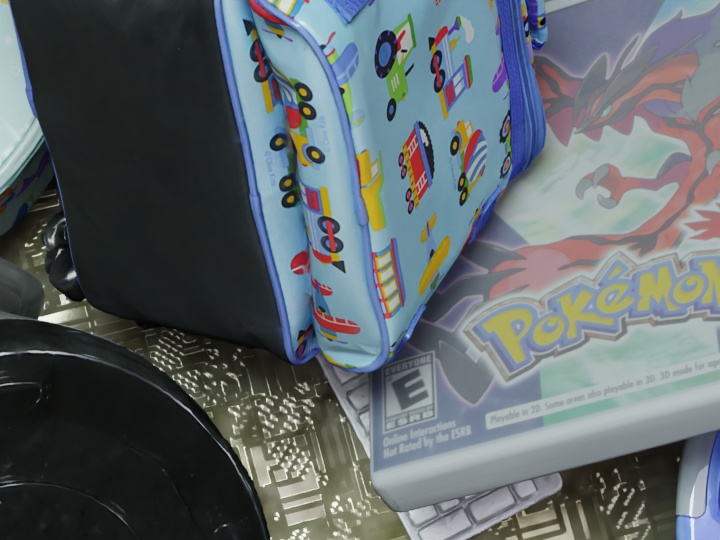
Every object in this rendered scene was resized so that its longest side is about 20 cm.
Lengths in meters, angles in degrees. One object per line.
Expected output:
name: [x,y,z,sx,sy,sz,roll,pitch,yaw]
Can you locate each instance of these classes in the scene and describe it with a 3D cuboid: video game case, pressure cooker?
video game case: [0.095,-0.026,0.733,0.200,0.023,0.182,-17,48,19]
pressure cooker: [-0.138,0.090,0.686,0.176,0.200,0.179,-26,106,-28]

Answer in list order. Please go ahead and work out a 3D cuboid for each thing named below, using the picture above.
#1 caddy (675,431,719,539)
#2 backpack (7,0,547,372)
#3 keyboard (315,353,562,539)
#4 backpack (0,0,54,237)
caddy: [0.154,0.069,0.743,0.105,0.141,0.200,19,76,-5]
backpack: [-0.010,-0.092,0.714,0.134,0.183,0.200,16,46,25]
keyboard: [0.000,0.000,0.807,0.056,0.011,0.200,-26,82,-11]
backpack: [-0.181,-0.097,0.745,0.200,0.151,0.178,22,76,-6]
